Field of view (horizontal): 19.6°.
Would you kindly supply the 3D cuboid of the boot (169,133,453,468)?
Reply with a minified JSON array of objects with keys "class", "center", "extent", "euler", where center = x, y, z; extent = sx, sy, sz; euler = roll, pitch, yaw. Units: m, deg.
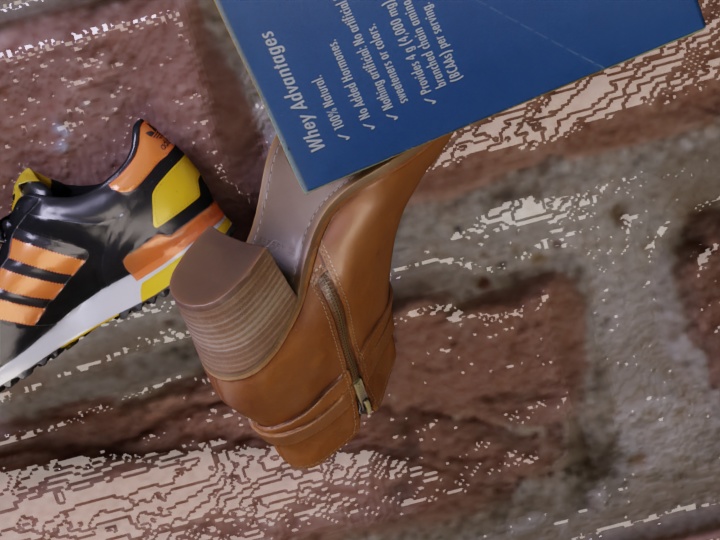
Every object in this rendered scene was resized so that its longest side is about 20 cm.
[{"class":"boot","center":[0.000,0.000,1.080],"extent":[0.200,0.077,0.155],"euler":[-51,140,-20]}]

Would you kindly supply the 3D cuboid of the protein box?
[{"class":"protein box","center":[0.023,-0.179,0.963],"extent":[0.200,0.135,0.199],"euler":[-22,116,6]}]

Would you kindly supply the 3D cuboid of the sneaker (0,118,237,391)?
[{"class":"sneaker","center":[-0.167,-0.004,1.078],"extent":[0.200,0.070,0.090],"euler":[-29,100,9]}]
